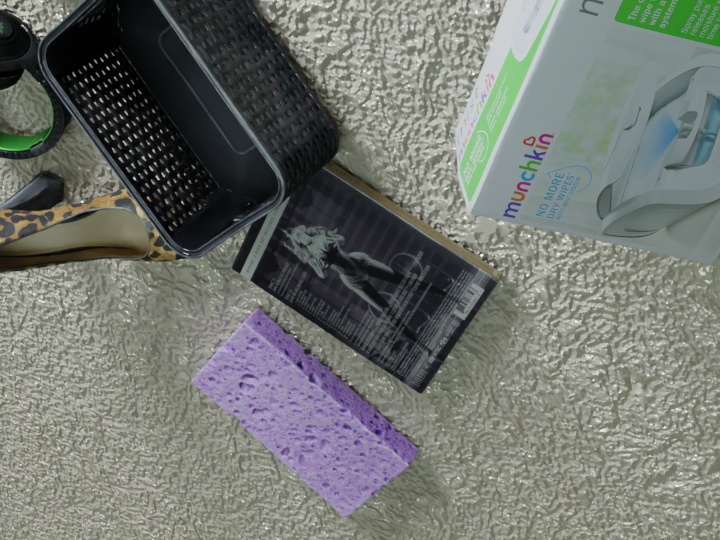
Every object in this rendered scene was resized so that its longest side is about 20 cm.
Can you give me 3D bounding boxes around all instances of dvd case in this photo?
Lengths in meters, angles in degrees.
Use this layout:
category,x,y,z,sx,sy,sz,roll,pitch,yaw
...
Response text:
category,x,y,z,sx,sy,sz,roll,pitch,yaw
dvd case,0.000,0.000,0.986,0.199,0.016,0.149,33,130,3

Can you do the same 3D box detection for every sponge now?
category,x,y,z,sx,sy,sz,roll,pitch,yaw
sponge,-0.052,0.134,1.096,0.200,0.030,0.112,42,130,-5

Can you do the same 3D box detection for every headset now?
category,x,y,z,sx,sy,sz,roll,pitch,yaw
headset,-0.327,-0.185,1.004,0.123,0.094,0.200,-21,126,31

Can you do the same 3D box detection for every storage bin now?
category,x,y,z,sx,sy,sz,roll,pitch,yaw
storage bin,-0.128,-0.129,0.902,0.135,0.094,0.201,-28,101,38

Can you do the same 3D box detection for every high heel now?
category,x,y,z,sx,sy,sz,roll,pitch,yaw
high heel,-0.234,-0.017,1.009,0.198,0.143,0.072,15,128,17

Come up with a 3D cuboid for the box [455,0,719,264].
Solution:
category,x,y,z,sx,sy,sz,roll,pitch,yaw
box,0.173,-0.122,0.728,0.175,0.097,0.201,11,131,-13
